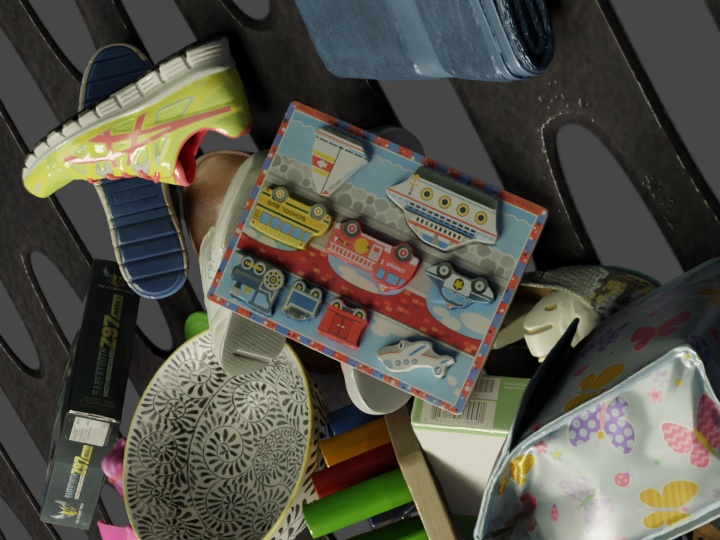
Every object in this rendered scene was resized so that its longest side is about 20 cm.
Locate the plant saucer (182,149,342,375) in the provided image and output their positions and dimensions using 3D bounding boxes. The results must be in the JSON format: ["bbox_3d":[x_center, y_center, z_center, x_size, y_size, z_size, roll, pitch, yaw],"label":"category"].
[{"bbox_3d":[-0.055,-0.013,1.769,0.200,0.037,0.201,31,141,29],"label":"plant saucer"}]

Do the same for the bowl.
[{"bbox_3d":[-0.085,0.150,1.812,0.200,0.202,0.094,14,172,43],"label":"bowl"}]

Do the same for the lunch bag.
[{"bbox_3d":[0.163,0.093,1.418,0.199,0.170,0.128,-32,97,30],"label":"lunch bag"}]

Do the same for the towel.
[{"bbox_3d":[0.039,-0.176,1.489,0.199,0.048,0.112,5,125,48],"label":"towel"}]

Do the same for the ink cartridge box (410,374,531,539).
[{"bbox_3d":[0.126,0.140,1.632,0.144,0.048,0.200,4,153,16],"label":"ink cartridge box"}]

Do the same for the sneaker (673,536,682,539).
[{"bbox_3d":[0.181,0.227,1.646,0.077,0.071,0.201,14,145,4],"label":"sneaker"}]

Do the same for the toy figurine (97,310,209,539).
[{"bbox_3d":[-0.146,0.165,1.913,0.150,0.184,0.201,-14,109,55],"label":"toy figurine"}]

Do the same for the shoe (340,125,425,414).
[{"bbox_3d":[0.000,0.000,1.629,0.091,0.071,0.202,-1,87,56],"label":"shoe"}]

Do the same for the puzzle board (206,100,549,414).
[{"bbox_3d":[0.009,-0.011,1.564,0.199,0.152,0.017,24,-179,14],"label":"puzzle board"}]

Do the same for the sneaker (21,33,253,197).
[{"bbox_3d":[-0.166,-0.094,1.719,0.199,0.078,0.091,-27,99,23],"label":"sneaker"}]

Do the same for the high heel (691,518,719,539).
[{"bbox_3d":[0.245,0.162,1.565,0.200,0.071,0.144,131,120,-68],"label":"high heel"}]

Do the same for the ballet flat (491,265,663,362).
[{"bbox_3d":[0.123,0.034,1.566,0.199,0.072,0.072,5,125,48],"label":"ballet flat"}]

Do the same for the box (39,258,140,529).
[{"bbox_3d":[-0.235,0.110,2.002,0.051,0.159,0.200,12,145,-9],"label":"box"}]

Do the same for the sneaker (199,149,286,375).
[{"bbox_3d":[-0.091,-0.016,1.716,0.080,0.070,0.201,58,147,40],"label":"sneaker"}]

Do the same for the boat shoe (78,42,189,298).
[{"bbox_3d":[-0.181,-0.078,1.809,0.072,0.072,0.202,-149,52,-85],"label":"boat shoe"}]

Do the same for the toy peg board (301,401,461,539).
[{"bbox_3d":[0.020,0.193,1.722,0.199,0.097,0.201,-109,-2,-67],"label":"toy peg board"}]
